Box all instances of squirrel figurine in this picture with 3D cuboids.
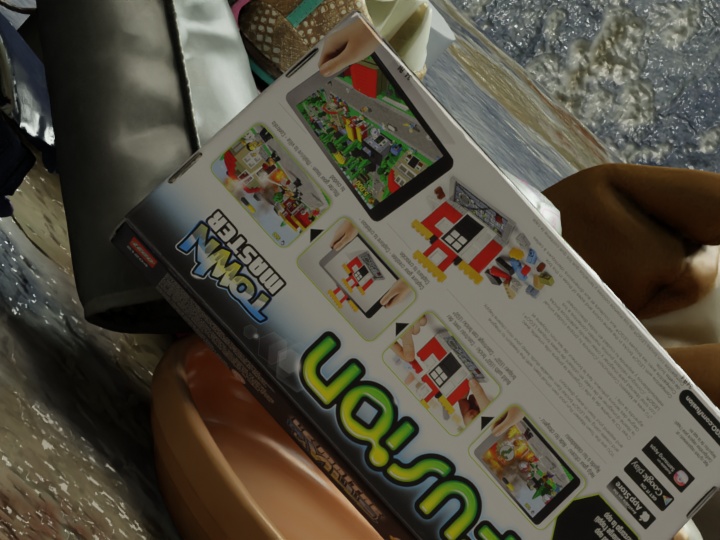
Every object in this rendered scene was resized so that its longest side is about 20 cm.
[{"bbox_3d":[0.077,0.061,1.030,0.199,0.188,0.142,10,-17,20],"label":"squirrel figurine"}]

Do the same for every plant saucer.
[{"bbox_3d":[-0.001,0.103,0.869,0.200,0.037,0.200,41,12,-11],"label":"plant saucer"}]

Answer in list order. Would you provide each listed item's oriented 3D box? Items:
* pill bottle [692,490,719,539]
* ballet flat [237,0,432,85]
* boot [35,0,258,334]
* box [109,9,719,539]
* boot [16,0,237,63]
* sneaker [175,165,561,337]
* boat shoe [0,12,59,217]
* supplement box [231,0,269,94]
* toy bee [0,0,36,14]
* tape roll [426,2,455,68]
[{"bbox_3d":[0.172,0.141,1.155,0.114,0.114,0.200,48,12,21],"label":"pill bottle"},{"bbox_3d":[0.002,-0.105,1.128,0.071,0.065,0.200,45,10,6],"label":"ballet flat"},{"bbox_3d":[-0.100,-0.080,0.867,0.181,0.072,0.201,4,79,-36],"label":"boot"},{"bbox_3d":[0.024,0.024,0.832,0.200,0.110,0.035,48,-18,-1],"label":"box"},{"bbox_3d":[-0.118,-0.113,1.102,0.078,0.138,0.200,49,-11,-8],"label":"boot"},{"bbox_3d":[0.000,0.000,0.961,0.088,0.082,0.200,20,-15,-33],"label":"sneaker"},{"bbox_3d":[-0.174,-0.101,0.942,0.093,0.075,0.200,38,21,-48],"label":"boat shoe"},{"bbox_3d":[-0.050,-0.050,1.142,0.110,0.086,0.200,43,10,-6],"label":"supplement box"},{"bbox_3d":[-0.171,-0.168,1.095,0.200,0.130,0.109,50,30,-33],"label":"toy bee"},{"bbox_3d":[-0.017,-0.231,2.009,0.200,0.066,0.200,41,11,-10],"label":"tape roll"}]
